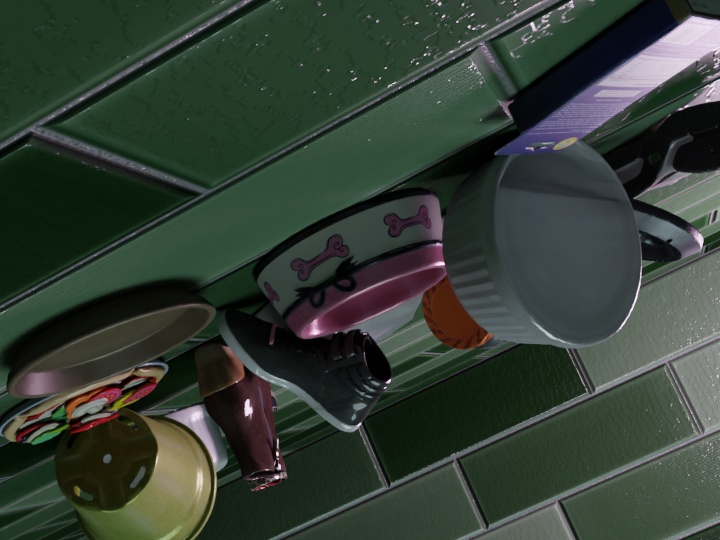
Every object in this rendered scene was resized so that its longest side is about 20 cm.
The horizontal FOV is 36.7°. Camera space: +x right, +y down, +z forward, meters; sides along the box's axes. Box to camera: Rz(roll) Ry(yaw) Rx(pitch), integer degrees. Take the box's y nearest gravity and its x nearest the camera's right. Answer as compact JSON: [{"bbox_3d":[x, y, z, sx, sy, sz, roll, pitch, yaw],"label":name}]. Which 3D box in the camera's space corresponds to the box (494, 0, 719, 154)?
[{"bbox_3d":[0.204,-0.157,0.880,0.200,0.033,0.121,-35,164,38],"label":"box"}]

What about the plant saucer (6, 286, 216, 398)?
[{"bbox_3d":[-0.229,0.064,0.996,0.199,0.030,0.200,-23,168,-5],"label":"plant saucer"}]

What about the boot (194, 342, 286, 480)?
[{"bbox_3d":[-0.133,0.172,1.328,0.072,0.167,0.200,-26,168,13],"label":"boot"}]

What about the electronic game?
[{"bbox_3d":[0.291,-0.055,1.242,0.199,0.042,0.200,18,173,2],"label":"electronic game"}]

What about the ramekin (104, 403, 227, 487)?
[{"bbox_3d":[-0.304,0.293,1.696,0.199,0.098,0.201,-23,169,-5],"label":"ramekin"}]

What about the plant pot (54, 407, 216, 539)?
[{"bbox_3d":[-0.302,0.262,1.397,0.199,0.201,0.184,-23,157,-4],"label":"plant pot"}]

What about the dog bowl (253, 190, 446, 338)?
[{"bbox_3d":[0.000,0.000,1.066,0.199,0.074,0.200,-23,169,-5],"label":"dog bowl"}]

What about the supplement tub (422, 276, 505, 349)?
[{"bbox_3d":[0.166,0.022,1.324,0.122,0.123,0.200,-33,173,38],"label":"supplement tub"}]

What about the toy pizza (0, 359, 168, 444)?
[{"bbox_3d":[-0.308,0.154,1.229,0.199,0.032,0.200,-23,169,-5],"label":"toy pizza"}]

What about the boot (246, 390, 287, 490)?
[{"bbox_3d":[-0.163,0.273,1.752,0.073,0.155,0.204,-26,168,8],"label":"boot"}]

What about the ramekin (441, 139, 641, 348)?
[{"bbox_3d":[0.165,-0.023,1.020,0.201,0.204,0.094,-15,178,-38],"label":"ramekin"}]

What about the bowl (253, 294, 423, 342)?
[{"bbox_3d":[-0.028,0.058,1.273,0.199,0.075,0.200,-15,167,-37],"label":"bowl"}]

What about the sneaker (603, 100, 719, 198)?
[{"bbox_3d":[0.372,-0.143,1.232,0.200,0.076,0.115,-22,180,36],"label":"sneaker"}]

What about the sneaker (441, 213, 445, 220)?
[{"bbox_3d":[0.163,-0.056,1.155,0.199,0.070,0.108,-30,170,38],"label":"sneaker"}]

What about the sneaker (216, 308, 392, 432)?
[{"bbox_3d":[-0.051,0.081,1.146,0.099,0.200,0.071,-45,-163,28],"label":"sneaker"}]
